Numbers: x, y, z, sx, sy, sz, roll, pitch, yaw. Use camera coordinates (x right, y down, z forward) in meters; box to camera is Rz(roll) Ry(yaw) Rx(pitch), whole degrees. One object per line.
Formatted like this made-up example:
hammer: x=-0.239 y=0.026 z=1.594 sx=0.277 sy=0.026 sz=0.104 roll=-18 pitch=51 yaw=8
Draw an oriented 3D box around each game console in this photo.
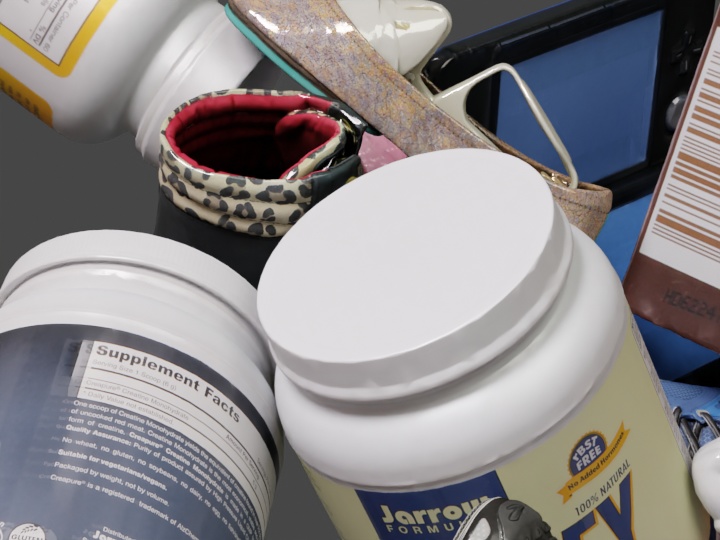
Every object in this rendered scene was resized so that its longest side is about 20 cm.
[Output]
game console: x=0.129 y=-0.033 z=1.230 sx=0.199 sy=0.171 sz=0.118 roll=-23 pitch=40 yaw=-36

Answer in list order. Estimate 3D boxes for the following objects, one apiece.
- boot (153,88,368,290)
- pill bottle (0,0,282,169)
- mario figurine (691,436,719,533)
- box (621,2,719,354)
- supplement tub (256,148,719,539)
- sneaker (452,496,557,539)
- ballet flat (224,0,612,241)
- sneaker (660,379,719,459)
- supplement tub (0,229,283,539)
boot: x=-0.001 y=0.001 z=1.096 sx=0.202 sy=0.154 sz=0.074 roll=5 pitch=48 yaw=-7
pill bottle: x=-0.136 y=-0.130 z=1.181 sx=0.200 sy=0.113 sz=0.113 roll=36 pitch=48 yaw=6
mario figurine: x=0.189 y=0.120 z=0.986 sx=0.123 sy=0.106 sz=0.201 roll=26 pitch=62 yaw=-14
box: x=0.256 y=-0.023 z=1.166 sx=0.199 sy=0.167 sz=0.164 roll=8 pitch=14 yaw=-47
supplement tub: x=0.052 y=0.067 z=1.026 sx=0.144 sy=0.200 sz=0.145 roll=-17 pitch=35 yaw=13
sneaker: x=0.000 y=0.153 z=0.967 sx=0.085 sy=0.200 sz=0.078 roll=49 pitch=30 yaw=19
ballet flat: x=0.032 y=-0.077 z=1.133 sx=0.200 sy=0.067 sz=0.068 roll=41 pitch=13 yaw=-7
sneaker: x=0.181 y=0.079 z=1.171 sx=0.199 sy=0.089 sz=0.079 roll=7 pitch=67 yaw=-19
supplement tub: x=-0.107 y=0.098 z=0.998 sx=0.140 sy=0.141 sz=0.201 roll=21 pitch=48 yaw=-9
